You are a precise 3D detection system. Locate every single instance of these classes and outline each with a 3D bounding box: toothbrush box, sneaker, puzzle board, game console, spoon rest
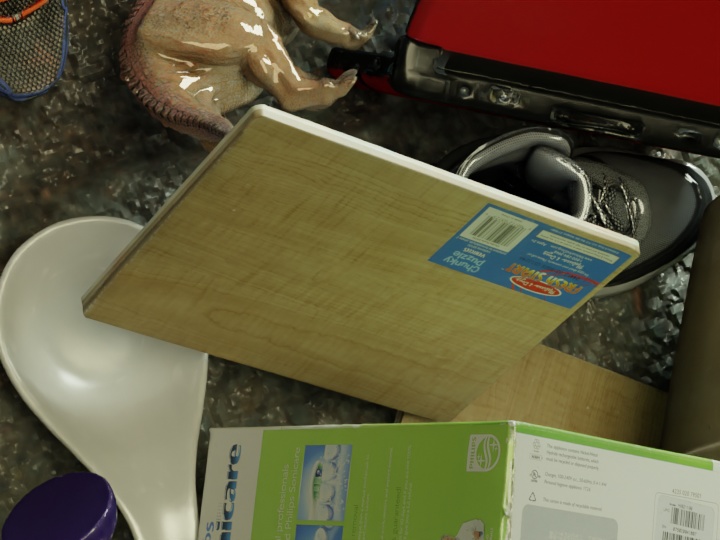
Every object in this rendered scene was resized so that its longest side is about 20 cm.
[{"bbox_3d":[0.045,0.116,0.991,0.145,0.199,0.087,14,76,-38],"label":"toothbrush box"},{"bbox_3d":[0.101,-0.027,1.117,0.199,0.114,0.076,-6,84,-22],"label":"sneaker"},{"bbox_3d":[-0.163,-0.155,1.013,0.075,0.078,0.201,-26,132,-20],"label":"sneaker"},{"bbox_3d":[0.072,0.135,1.135,0.150,0.017,0.201,21,75,-19],"label":"puzzle board"},{"bbox_3d":[0.107,-0.124,1.091,0.199,0.172,0.120,10,94,-20],"label":"game console"},{"bbox_3d":[0.000,0.000,1.020,0.199,0.151,0.017,18,47,-30],"label":"puzzle board"},{"bbox_3d":[-0.104,0.073,1.049,0.099,0.061,0.201,-13,88,-23],"label":"spoon rest"}]

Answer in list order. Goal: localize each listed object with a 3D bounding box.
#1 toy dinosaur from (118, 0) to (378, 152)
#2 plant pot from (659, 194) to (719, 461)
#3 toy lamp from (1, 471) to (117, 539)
[{"bbox_3d":[-0.072,-0.113,1.052,0.135,0.086,0.201,34,38,-11],"label":"toy dinosaur"},{"bbox_3d":[0.229,0.050,1.123,0.199,0.200,0.175,4,71,-21],"label":"plant pot"},{"bbox_3d":[-0.089,0.178,1.006,0.058,0.058,0.201,-41,126,-22],"label":"toy lamp"}]
